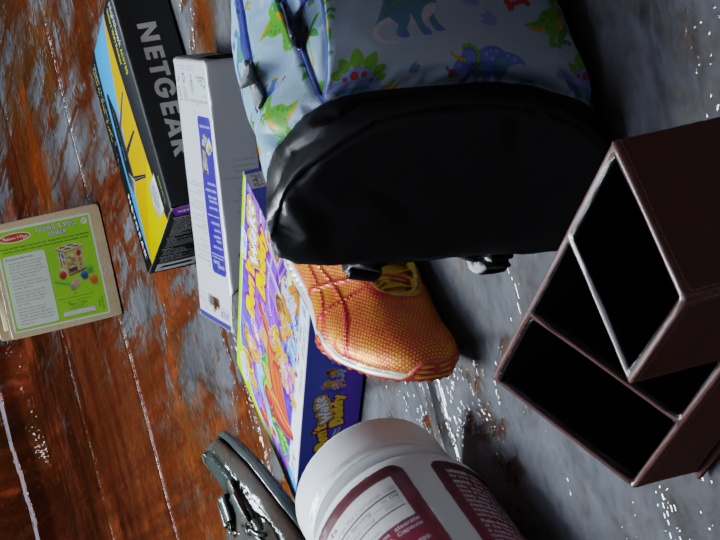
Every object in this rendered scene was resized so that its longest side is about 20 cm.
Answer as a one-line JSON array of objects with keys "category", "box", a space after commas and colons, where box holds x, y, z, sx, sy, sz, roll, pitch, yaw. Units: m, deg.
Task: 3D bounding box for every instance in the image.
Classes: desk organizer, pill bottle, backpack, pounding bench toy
[{"category": "desk organizer", "box": [0.118, 0.020, 0.759, 0.200, 0.076, 0.072, 108, 145, -60]}, {"category": "pill bottle", "box": [0.040, 0.173, 1.061, 0.200, 0.113, 0.115, -127, 29, -54]}, {"category": "backpack", "box": [0.016, -0.110, 0.895, 0.201, 0.161, 0.155, -114, 27, -51]}, {"category": "pounding bench toy", "box": [-0.386, 0.013, 2.180, 0.156, 0.198, 0.126, 169, 88, -72]}]

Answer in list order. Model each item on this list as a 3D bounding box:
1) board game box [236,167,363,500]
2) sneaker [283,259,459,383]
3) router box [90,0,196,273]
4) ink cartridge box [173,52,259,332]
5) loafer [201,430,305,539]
[{"category": "board game box", "box": [-0.042, 0.043, 1.352, 0.201, 0.044, 0.135, 96, 155, -47]}, {"category": "sneaker", "box": [0.000, 0.000, 1.144, 0.200, 0.072, 0.078, -130, 41, -51]}, {"category": "router box", "box": [-0.174, -0.119, 1.643, 0.149, 0.051, 0.202, 123, 132, -65]}, {"category": "ink cartridge box", "box": [-0.103, -0.061, 1.463, 0.099, 0.039, 0.202, -157, 62, -69]}, {"category": "loafer", "box": [-0.058, 0.203, 1.385, 0.200, 0.063, 0.072, 49, 167, 20]}]
